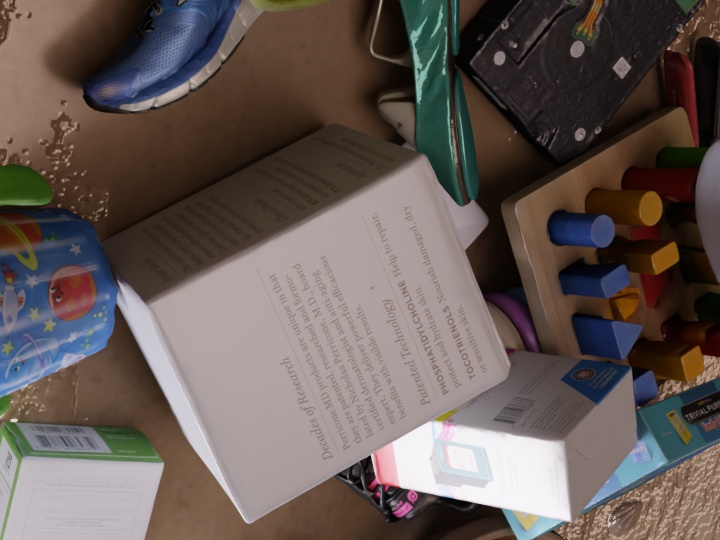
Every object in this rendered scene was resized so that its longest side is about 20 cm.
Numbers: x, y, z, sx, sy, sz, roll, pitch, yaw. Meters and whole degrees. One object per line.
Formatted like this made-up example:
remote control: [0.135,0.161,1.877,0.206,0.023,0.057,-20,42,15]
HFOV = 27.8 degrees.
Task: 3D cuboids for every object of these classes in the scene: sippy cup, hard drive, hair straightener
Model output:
sippy cup: [-0.229,0.019,0.906,0.130,0.178,0.140,-15,87,-37]
hard drive: [0.173,-0.195,1.103,0.140,0.038,0.200,40,88,-35]
hair straightener: [0.298,-0.102,1.210,0.077,0.041,0.200,-25,120,-19]

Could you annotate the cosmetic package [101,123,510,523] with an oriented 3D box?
cosmetic package: [-0.043,0.025,0.965,0.200,0.167,0.167,-28,111,-12]

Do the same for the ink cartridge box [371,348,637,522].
ink cartridge box: [0.086,0.110,1.059,0.116,0.200,0.067,-35,123,-48]

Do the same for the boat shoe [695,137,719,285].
boat shoe: [0.305,-0.013,1.075,0.070,0.071,0.200,-32,108,-43]

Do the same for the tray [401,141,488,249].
tray: [0.000,0.000,1.090,0.200,0.022,0.107,-47,126,-6]

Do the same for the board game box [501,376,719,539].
board game box: [0.223,0.146,1.172,0.151,0.047,0.200,-38,163,34]

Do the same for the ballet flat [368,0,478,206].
ballet flat: [0.043,-0.143,1.031,0.070,0.067,0.200,-3,107,10]

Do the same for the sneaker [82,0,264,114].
sneaker: [-0.111,-0.181,0.928,0.200,0.079,0.089,-50,118,-14]

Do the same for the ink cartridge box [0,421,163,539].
ink cartridge box: [-0.217,0.210,1.025,0.104,0.059,0.200,7,106,-32]

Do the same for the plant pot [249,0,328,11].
plant pot: [-0.020,-0.286,0.850,0.200,0.200,0.190,-26,86,-19]

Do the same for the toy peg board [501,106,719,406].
toy peg board: [0.233,0.001,1.114,0.199,0.098,0.200,-29,110,-31]

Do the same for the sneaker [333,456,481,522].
sneaker: [0.021,0.148,1.117,0.200,0.084,0.077,10,132,-31]

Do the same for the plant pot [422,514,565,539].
plant pot: [0.085,0.282,1.211,0.200,0.093,0.201,-12,116,-26]

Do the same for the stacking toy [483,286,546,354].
stacking toy: [0.172,0.030,1.174,0.200,0.085,0.086,-24,120,-27]
